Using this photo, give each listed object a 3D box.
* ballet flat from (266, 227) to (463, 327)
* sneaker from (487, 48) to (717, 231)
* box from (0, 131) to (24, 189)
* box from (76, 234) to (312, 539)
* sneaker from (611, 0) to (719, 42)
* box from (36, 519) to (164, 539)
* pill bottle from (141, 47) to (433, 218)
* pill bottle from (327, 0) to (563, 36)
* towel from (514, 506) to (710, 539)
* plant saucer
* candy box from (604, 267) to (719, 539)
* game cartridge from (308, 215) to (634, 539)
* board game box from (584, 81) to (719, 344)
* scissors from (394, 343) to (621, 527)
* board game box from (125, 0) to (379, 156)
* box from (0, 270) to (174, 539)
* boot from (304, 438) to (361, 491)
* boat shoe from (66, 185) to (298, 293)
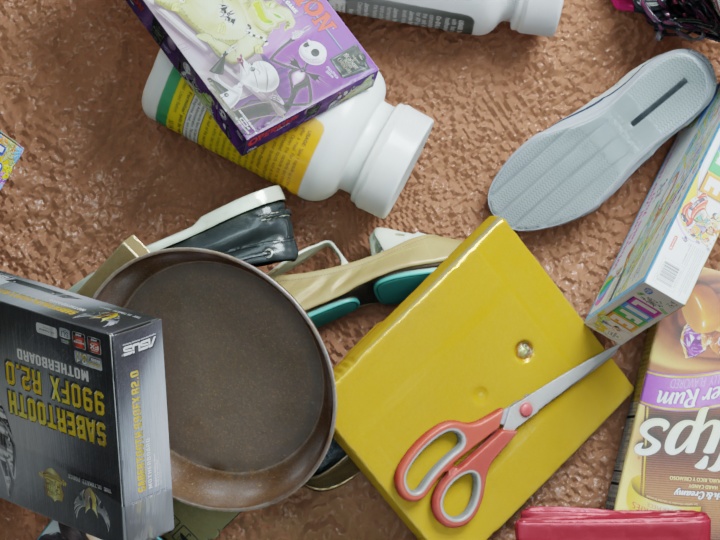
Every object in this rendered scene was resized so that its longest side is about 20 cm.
[{"bbox_3d":[0.000,0.000,1.678,0.199,0.069,0.063,-17,71,-3],"label":"ballet flat"},{"bbox_3d":[0.187,-0.096,1.687,0.200,0.071,0.073,-33,89,18],"label":"sneaker"},{"bbox_3d":[-0.387,-0.063,1.614,0.200,0.122,0.193,26,84,32],"label":"box"},{"bbox_3d":[-0.146,0.096,1.640,0.200,0.021,0.163,45,119,0],"label":"box"},{"bbox_3d":[0.245,-0.197,1.641,0.075,0.200,0.081,-33,112,-2],"label":"sneaker"},{"bbox_3d":[-0.147,0.245,1.636,0.200,0.049,0.082,34,81,16],"label":"box"},{"bbox_3d":[-0.051,-0.121,1.663,0.200,0.113,0.113,27,85,2],"label":"pill bottle"},{"bbox_3d":[0.055,-0.239,1.675,0.199,0.114,0.114,10,85,0],"label":"pill bottle"},{"bbox_3d":[0.186,0.271,1.645,0.144,0.022,0.201,0,101,4],"label":"towel"},{"bbox_3d":[-0.104,0.074,1.582,0.200,0.034,0.201,7,111,19],"label":"plant saucer"},{"bbox_3d":[0.263,0.102,1.672,0.116,0.056,0.201,13,87,0],"label":"candy box"},{"bbox_3d":[0.081,0.090,1.640,0.200,0.032,0.176,-43,108,-13],"label":"game cartridge"},{"bbox_3d":[0.238,-0.052,1.625,0.034,0.134,0.200,30,72,-5],"label":"board game box"},{"bbox_3d":[0.107,0.103,1.627,0.200,0.014,0.073,-46,107,-12],"label":"scissors"},{"bbox_3d":[-0.092,-0.188,1.610,0.120,0.032,0.200,-29,72,-28],"label":"board game box"},{"bbox_3d":[-0.218,0.094,1.590,0.048,0.200,0.159,-18,114,-43],"label":"box"},{"bbox_3d":[0.031,0.092,1.663,0.200,0.075,0.074,-41,84,-5],"label":"boot"},{"bbox_3d":[-0.135,0.008,1.661,0.199,0.075,0.066,-26,86,6],"label":"boat shoe"}]
